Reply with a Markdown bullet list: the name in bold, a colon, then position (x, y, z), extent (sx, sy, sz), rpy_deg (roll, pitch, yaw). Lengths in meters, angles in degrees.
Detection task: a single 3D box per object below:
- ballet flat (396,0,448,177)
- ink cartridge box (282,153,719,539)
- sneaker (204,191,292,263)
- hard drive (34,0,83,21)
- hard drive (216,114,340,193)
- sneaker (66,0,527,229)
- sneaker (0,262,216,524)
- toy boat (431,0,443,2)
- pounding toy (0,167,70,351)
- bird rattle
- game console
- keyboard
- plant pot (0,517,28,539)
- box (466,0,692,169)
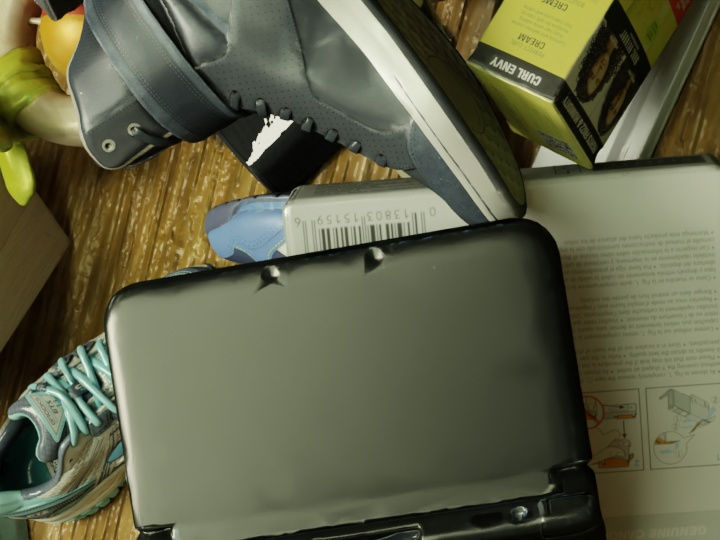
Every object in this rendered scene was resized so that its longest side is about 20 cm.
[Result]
- **ballet flat**: position (0.017, -0.115, 0.830), extent (0.062, 0.200, 0.068), rpy_deg (21, 64, 46)
- **ink cartridge box**: position (0.072, 0.043, 0.815), extent (0.198, 0.044, 0.176), rpy_deg (-4, 102, 6)
- **sneaker**: position (0.000, 0.000, 0.894), extent (0.199, 0.074, 0.083), rpy_deg (7, 100, 37)
- **hard drive**: position (-0.125, -0.239, 0.920), extent (0.200, 0.038, 0.140), rpy_deg (-41, 71, -11)
- **hard drive**: position (-0.060, -0.154, 0.954), extent (0.135, 0.042, 0.201), rpy_deg (-42, 68, 25)
- **sneaker**: position (-0.034, -0.068, 0.770), extent (0.146, 0.077, 0.203), rpy_deg (-40, 93, 18)
- **sneaker**: position (-0.141, 0.075, 0.976), extent (0.200, 0.086, 0.078), rpy_deg (-48, 66, 23)
- **toy boat**: position (0.037, -0.237, 0.850), extent (0.129, 0.131, 0.201), rpy_deg (-3, 130, 33)
- **pounding toy**: position (-0.312, 0.005, 1.006), extent (0.198, 0.185, 0.143), rpy_deg (-6, 130, 33)
- **bird rattle**: position (-0.158, -0.137, 0.958), extent (0.161, 0.113, 0.202), rpy_deg (7, 74, 21)
- **game console**: position (0.004, 0.086, 0.785), extent (0.198, 0.176, 0.117), rpy_deg (-9, 55, 8)
- **keyboard**: position (0.129, -0.096, 0.849), extent (0.056, 0.011, 0.202), rpy_deg (33, 106, 35)
- **plant pot**: position (-0.316, 0.174, 1.061), extent (0.199, 0.134, 0.203), rpy_deg (-1, 87, 33)
- **box**: position (0.125, -0.150, 0.777), extent (0.050, 0.075, 0.201), rpy_deg (28, 81, 29)
